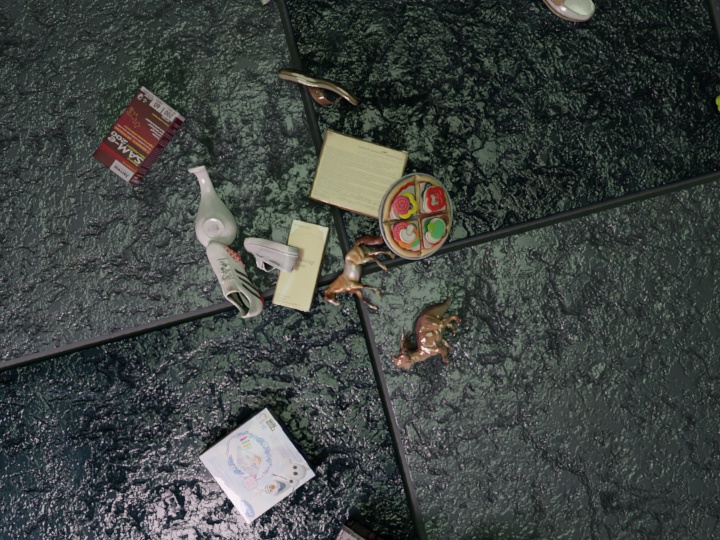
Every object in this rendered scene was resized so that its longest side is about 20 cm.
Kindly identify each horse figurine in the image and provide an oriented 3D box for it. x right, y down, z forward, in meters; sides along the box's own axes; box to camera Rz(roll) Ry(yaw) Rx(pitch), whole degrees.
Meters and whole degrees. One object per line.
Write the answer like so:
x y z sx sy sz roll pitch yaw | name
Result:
0.000 0.000 1.524 0.132 0.050 0.201 21 100 19 | horse figurine

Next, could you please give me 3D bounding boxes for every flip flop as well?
-0.098 -0.419 1.510 0.199 0.081 0.058 17 108 0 | flip flop

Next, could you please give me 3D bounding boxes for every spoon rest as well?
-0.352 -0.147 1.527 0.099 0.061 0.201 -12 105 1 | spoon rest

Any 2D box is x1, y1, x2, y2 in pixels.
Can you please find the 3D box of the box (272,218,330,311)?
-0.137 -0.013 1.515 0.094 0.078 0.201 12 92 -1 | box

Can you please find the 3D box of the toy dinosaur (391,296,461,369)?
0.155 0.146 1.525 0.135 0.086 0.201 16 86 6 | toy dinosaur

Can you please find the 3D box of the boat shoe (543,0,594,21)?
0.463 -0.653 1.511 0.200 0.068 0.075 33 91 -2 | boat shoe

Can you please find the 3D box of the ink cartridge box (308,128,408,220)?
-0.005 -0.218 1.513 0.199 0.075 0.166 16 90 -2 | ink cartridge box

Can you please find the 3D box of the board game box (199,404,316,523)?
-0.243 0.458 1.543 0.199 0.043 0.200 -36 92 0 | board game box

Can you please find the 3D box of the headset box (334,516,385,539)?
0.017 0.701 1.513 0.199 0.077 0.149 27 91 14 | headset box

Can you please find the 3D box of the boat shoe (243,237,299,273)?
-0.206 -0.032 1.467 0.072 0.199 0.069 15 88 -45 | boat shoe

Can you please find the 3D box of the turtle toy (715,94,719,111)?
0.936 -0.381 1.509 0.199 0.101 0.146 16 91 -1 | turtle toy

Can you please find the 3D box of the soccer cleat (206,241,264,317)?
-0.297 0.021 1.504 0.068 0.085 0.200 -31 94 22 | soccer cleat

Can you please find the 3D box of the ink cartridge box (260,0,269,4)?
-0.232 -0.746 1.491 0.146 0.083 0.200 -39 91 0 | ink cartridge box

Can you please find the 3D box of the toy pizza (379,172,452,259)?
0.135 -0.124 1.498 0.199 0.032 0.201 -5 100 -27 | toy pizza

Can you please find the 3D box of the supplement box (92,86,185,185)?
-0.514 -0.311 1.510 0.109 0.061 0.200 36 92 -2 | supplement box
